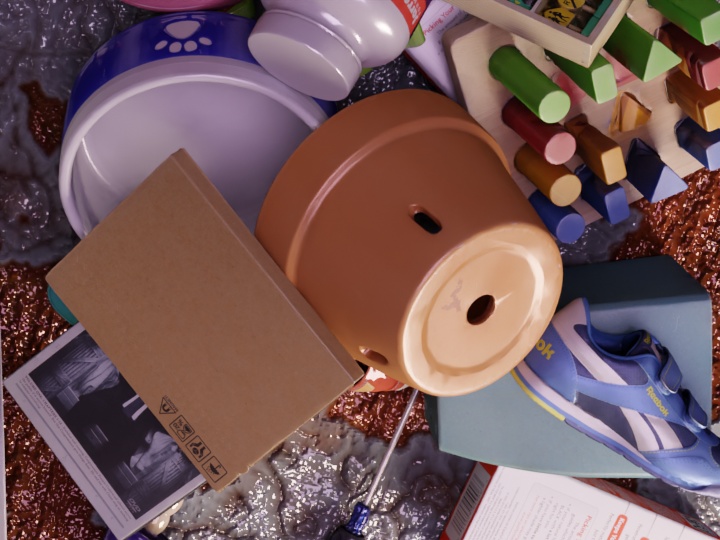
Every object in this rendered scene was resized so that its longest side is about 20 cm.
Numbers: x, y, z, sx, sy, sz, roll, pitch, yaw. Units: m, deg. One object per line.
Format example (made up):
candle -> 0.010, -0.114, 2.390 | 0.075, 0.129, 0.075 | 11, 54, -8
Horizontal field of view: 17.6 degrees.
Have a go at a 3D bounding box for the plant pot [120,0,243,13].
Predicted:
plant pot -> -0.133, -0.277, 1.574 | 0.200, 0.179, 0.200 | 0, 93, 6

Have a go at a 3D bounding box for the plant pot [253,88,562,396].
plant pot -> 0.045, -0.005, 1.610 | 0.200, 0.140, 0.200 | -22, 132, -26

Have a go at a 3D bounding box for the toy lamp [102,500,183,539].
toy lamp -> -0.130, 0.155, 1.759 | 0.058, 0.058, 0.200 | 37, 95, -15

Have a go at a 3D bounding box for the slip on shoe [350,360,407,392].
slip on shoe -> 0.000, 0.000, 1.736 | 0.061, 0.074, 0.200 | -18, 111, -30

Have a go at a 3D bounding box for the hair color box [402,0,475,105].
hair color box -> 0.054, -0.208, 1.708 | 0.102, 0.061, 0.200 | -43, 106, 2

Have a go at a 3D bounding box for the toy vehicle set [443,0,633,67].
toy vehicle set -> 0.154, -0.244, 1.655 | 0.124, 0.027, 0.200 | 26, 60, 15

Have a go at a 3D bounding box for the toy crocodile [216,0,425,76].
toy crocodile -> -0.053, -0.164, 1.674 | 0.200, 0.062, 0.068 | -4, 128, 16

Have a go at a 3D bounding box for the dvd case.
dvd case -> -0.146, 0.086, 1.684 | 0.200, 0.025, 0.150 | -37, 90, 27

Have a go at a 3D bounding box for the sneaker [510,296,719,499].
sneaker -> 0.205, 0.093, 1.652 | 0.200, 0.074, 0.082 | 31, 98, -9

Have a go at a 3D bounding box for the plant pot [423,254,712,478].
plant pot -> 0.150, 0.074, 1.750 | 0.200, 0.141, 0.142 | -2, 103, -5

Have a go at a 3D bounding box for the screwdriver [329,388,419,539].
screwdriver -> 0.007, 0.165, 1.799 | 0.029, 0.028, 0.200 | 12, 103, -41

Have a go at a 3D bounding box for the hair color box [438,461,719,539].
hair color box -> 0.171, 0.217, 1.821 | 0.200, 0.064, 0.111 | 24, 96, -13

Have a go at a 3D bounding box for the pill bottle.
pill bottle -> 0.004, -0.217, 1.577 | 0.112, 0.112, 0.200 | 33, 71, -15

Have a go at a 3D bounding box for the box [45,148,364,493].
box -> -0.110, 0.037, 1.615 | 0.200, 0.021, 0.163 | 51, 126, 2

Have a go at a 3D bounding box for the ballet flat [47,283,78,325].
ballet flat -> -0.134, 0.035, 1.726 | 0.200, 0.064, 0.067 | 20, 127, 12

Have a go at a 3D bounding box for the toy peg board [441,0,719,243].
toy peg board -> 0.187, -0.112, 1.690 | 0.200, 0.098, 0.199 | -26, 125, -10

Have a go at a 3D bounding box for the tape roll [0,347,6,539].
tape roll -> -0.285, 0.117, 1.649 | 0.066, 0.200, 0.200 | -2, 103, -10

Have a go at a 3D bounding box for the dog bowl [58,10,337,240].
dog bowl -> -0.112, -0.083, 1.653 | 0.200, 0.079, 0.200 | -2, 132, -2
